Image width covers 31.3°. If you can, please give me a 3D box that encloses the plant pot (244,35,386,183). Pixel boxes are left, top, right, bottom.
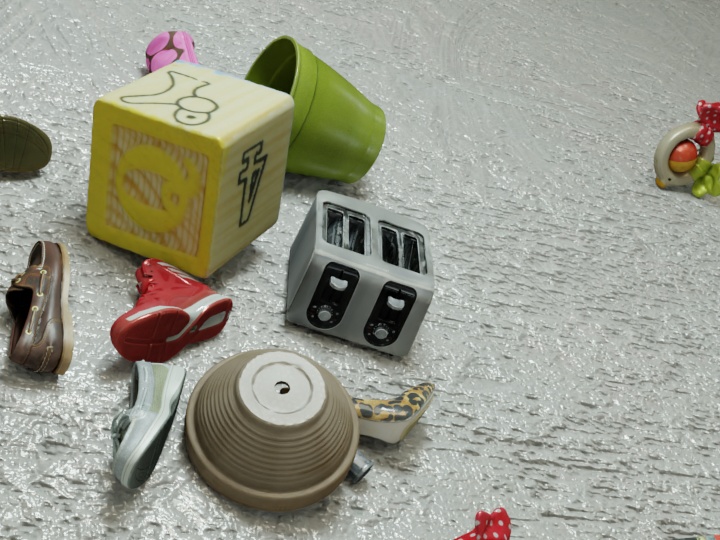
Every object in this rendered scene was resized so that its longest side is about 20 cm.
[{"bbox_3d":[-0.071,-0.227,1.963,0.192,0.201,0.201,21,30,-29],"label":"plant pot"}]

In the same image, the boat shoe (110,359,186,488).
[{"bbox_3d":[-0.237,0.161,1.383,0.064,0.075,0.202,17,29,-3],"label":"boat shoe"}]

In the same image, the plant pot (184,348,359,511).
[{"bbox_3d":[-0.093,0.155,1.419,0.199,0.093,0.202,7,49,-8],"label":"plant pot"}]

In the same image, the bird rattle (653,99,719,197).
[{"bbox_3d":[0.642,-0.230,2.471,0.162,0.201,0.113,-16,46,-16],"label":"bird rattle"}]

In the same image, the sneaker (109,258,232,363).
[{"bbox_3d":[-0.255,0.047,1.545,0.115,0.079,0.199,32,19,24],"label":"sneaker"}]

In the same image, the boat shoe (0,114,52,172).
[{"bbox_3d":[-0.500,-0.169,1.666,0.200,0.073,0.066,3,4,-43],"label":"boat shoe"}]

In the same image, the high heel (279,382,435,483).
[{"bbox_3d":[0.000,0.153,1.554,0.142,0.072,0.200,41,43,11],"label":"high heel"}]

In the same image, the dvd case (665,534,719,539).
[{"bbox_3d":[0.448,0.391,1.589,0.198,0.022,0.146,4,39,-34],"label":"dvd case"}]

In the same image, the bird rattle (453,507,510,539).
[{"bbox_3d":[0.191,0.353,1.410,0.162,0.113,0.200,18,18,-34],"label":"bird rattle"}]

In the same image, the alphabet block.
[{"bbox_3d":[-0.220,-0.137,1.668,0.194,0.198,0.200,19,29,19],"label":"alphabet block"}]

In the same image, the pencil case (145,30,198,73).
[{"bbox_3d":[-0.277,-0.296,1.983,0.090,0.094,0.201,7,36,-28],"label":"pencil case"}]

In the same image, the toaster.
[{"bbox_3d":[0.000,0.000,1.735,0.179,0.119,0.201,19,32,-13],"label":"toaster"}]

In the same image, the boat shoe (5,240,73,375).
[{"bbox_3d":[-0.369,0.033,1.465,0.070,0.071,0.201,14,34,-26],"label":"boat shoe"}]
